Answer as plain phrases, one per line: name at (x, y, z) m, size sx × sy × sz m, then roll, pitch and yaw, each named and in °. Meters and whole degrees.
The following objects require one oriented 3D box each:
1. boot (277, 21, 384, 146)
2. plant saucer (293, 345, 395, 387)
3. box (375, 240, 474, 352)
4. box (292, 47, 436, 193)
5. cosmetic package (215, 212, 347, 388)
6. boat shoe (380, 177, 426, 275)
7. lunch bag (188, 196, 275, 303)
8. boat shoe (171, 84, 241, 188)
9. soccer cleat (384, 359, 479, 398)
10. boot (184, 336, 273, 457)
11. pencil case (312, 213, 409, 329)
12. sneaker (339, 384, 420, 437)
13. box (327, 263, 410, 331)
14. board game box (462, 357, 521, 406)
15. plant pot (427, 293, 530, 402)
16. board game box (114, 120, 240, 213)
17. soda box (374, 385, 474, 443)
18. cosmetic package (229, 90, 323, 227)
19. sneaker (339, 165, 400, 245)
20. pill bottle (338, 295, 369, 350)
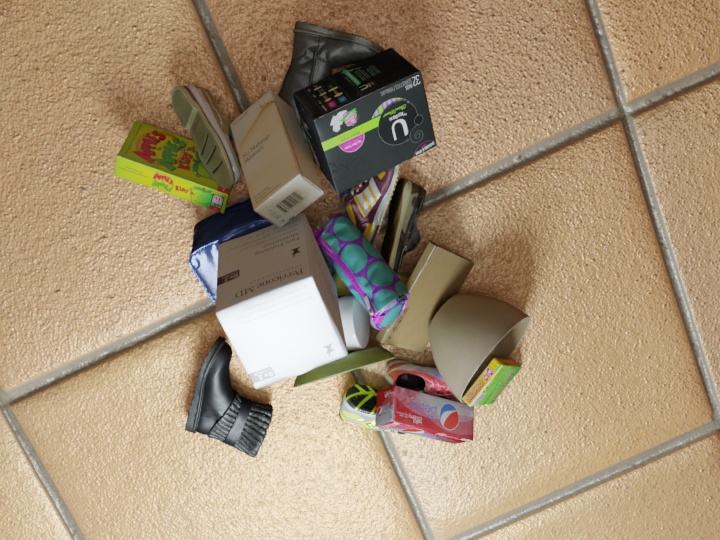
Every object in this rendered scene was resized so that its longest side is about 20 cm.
boot at (-0.062, -0.318, 1.384) m, size 0.178 × 0.073 × 0.205 m, roll 13°, pitch 96°, yaw 6°
plant saucer at (-0.033, 0.174, 1.442) m, size 0.196 × 0.200 × 0.032 m, roll -17°, pitch 82°, yaw 0°
box at (0.122, 0.055, 1.451) m, size 0.021 × 0.162 × 0.203 m, roll 34°, pitch 99°, yaw 33°
box at (0.007, -0.257, 1.337) m, size 0.197 × 0.125 × 0.150 m, roll -27°, pitch 129°, yaw -8°
cosmetic package at (-0.129, 0.046, 1.273) m, size 0.162 × 0.201 × 0.167 m, roll -20°, pitch 123°, yaw 4°
boat shoe at (0.081, -0.065, 1.433) m, size 0.063 × 0.073 × 0.205 m, roll 13°, pitch 84°, yaw -14°
lunch bag at (-0.201, -0.048, 1.402) m, size 0.196 × 0.133 × 0.138 m, roll -22°, pitch 122°, yaw 5°
boat shoe at (-0.251, -0.238, 1.356) m, size 0.068 × 0.075 × 0.203 m, roll -20°, pitch 77°, yaw -41°
soccer cleat at (0.145, 0.220, 1.518) m, size 0.195 × 0.073 × 0.070 m, roll 10°, pitch 102°, yaw -6°
boot at (-0.235, 0.240, 1.490) m, size 0.155 × 0.080 × 0.215 m, roll 18°, pitch 111°, yaw -1°
pencil case at (0.000, 0.000, 1.365) m, size 0.201 × 0.092 × 0.085 m, roll 51°, pitch 129°, yaw 16°
sneaker at (0.049, 0.282, 1.538) m, size 0.196 × 0.076 × 0.077 m, roll 23°, pitch 135°, yaw -15°
box at (0.018, 0.040, 1.483) m, size 0.197 × 0.048 × 0.119 m, roll 28°, pitch 100°, yaw -12°
board game box at (0.252, 0.211, 1.480) m, size 0.030 × 0.199 × 0.096 m, roll 41°, pitch 98°, yaw 24°
plant pot at (0.202, 0.123, 1.458) m, size 0.134 × 0.200 × 0.202 m, roll 40°, pitch 98°, yaw 20°
board game box at (-0.317, -0.182, 1.376) m, size 0.196 × 0.103 × 0.048 m, roll 19°, pitch 137°, yaw -8°
soda box at (0.124, 0.276, 1.490) m, size 0.197 × 0.063 × 0.072 m, roll 19°, pitch 65°, yaw -30°
cosmetic package at (-0.141, -0.186, 1.301) m, size 0.103 × 0.203 × 0.073 m, roll -35°, pitch 144°, yaw 18°
sneaker at (0.011, -0.145, 1.427) m, size 0.088 × 0.075 × 0.204 m, roll 16°, pitch 99°, yaw -8°
pill bottle at (-0.089, 0.105, 1.426) m, size 0.195 × 0.114 × 0.116 m, roll -9°, pitch 104°, yaw 18°
